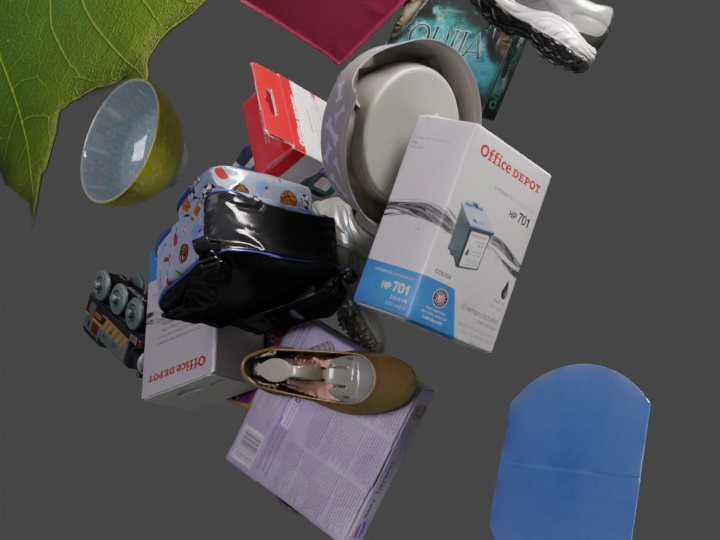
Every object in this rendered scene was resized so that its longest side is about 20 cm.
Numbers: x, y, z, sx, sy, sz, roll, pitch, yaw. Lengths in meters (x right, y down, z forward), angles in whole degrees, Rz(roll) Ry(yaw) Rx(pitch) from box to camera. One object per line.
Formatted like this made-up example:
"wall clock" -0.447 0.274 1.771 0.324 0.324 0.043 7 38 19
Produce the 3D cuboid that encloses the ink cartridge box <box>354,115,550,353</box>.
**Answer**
"ink cartridge box" 0.097 -0.035 1.007 0.085 0.146 0.202 18 87 45

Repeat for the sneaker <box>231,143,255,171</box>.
"sneaker" -0.159 -0.124 1.362 0.199 0.075 0.085 -30 36 37

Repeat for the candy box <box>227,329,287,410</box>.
"candy box" -0.128 0.115 1.243 0.199 0.056 0.118 14 85 47

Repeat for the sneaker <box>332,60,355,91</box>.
"sneaker" 0.024 -0.193 1.176 0.083 0.081 0.199 -36 40 -21

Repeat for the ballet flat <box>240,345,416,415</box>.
"ballet flat" -0.040 0.116 1.047 0.198 0.063 0.070 0 80 25

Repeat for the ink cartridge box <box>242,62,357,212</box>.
"ink cartridge box" -0.071 -0.154 1.186 0.067 0.199 0.117 -34 53 29

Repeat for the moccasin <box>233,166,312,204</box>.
"moccasin" -0.089 -0.065 1.258 0.080 0.068 0.200 -45 70 -3

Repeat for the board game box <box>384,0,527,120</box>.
"board game box" 0.108 -0.265 1.180 0.199 0.028 0.137 24 92 46

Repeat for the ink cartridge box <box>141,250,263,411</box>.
"ink cartridge box" -0.196 0.058 1.229 0.145 0.085 0.203 -21 61 37

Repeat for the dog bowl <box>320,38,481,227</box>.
"dog bowl" 0.041 -0.143 1.031 0.058 0.199 0.202 21 89 44

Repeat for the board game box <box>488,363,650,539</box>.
"board game box" 0.200 0.190 0.913 0.157 0.039 0.202 -5 66 48

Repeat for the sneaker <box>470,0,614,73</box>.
"sneaker" 0.185 -0.294 1.067 0.199 0.074 0.080 38 88 18

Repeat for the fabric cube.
"fabric cube" -0.045 -0.428 1.254 0.199 0.195 0.201 -37 46 31

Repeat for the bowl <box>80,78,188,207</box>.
"bowl" -0.330 -0.182 1.513 0.199 0.107 0.203 -17 63 39

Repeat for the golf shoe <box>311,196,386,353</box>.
"golf shoe" 0.000 0.000 1.151 0.202 0.096 0.078 65 163 12

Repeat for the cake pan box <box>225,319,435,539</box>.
"cake pan box" -0.037 0.177 1.097 0.183 0.052 0.202 27 93 30

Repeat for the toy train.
"toy train" -0.340 0.076 1.449 0.199 0.085 0.115 31 108 44

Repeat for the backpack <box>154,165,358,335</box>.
"backpack" -0.137 -0.015 1.080 0.190 0.198 0.156 -37 49 40
